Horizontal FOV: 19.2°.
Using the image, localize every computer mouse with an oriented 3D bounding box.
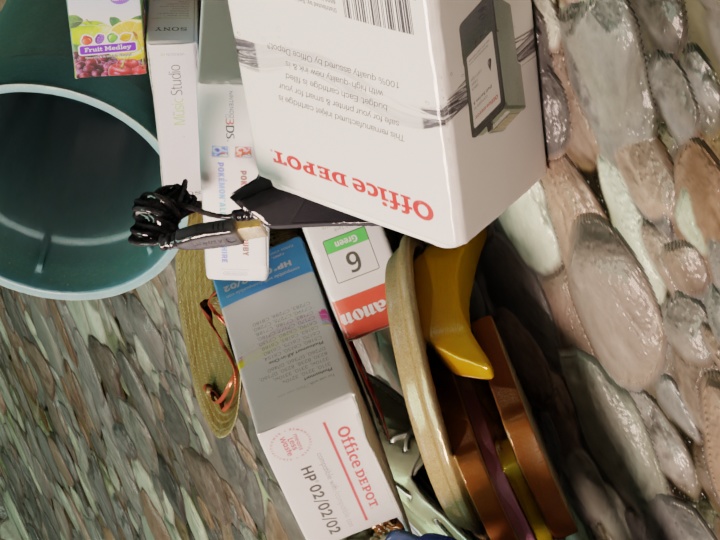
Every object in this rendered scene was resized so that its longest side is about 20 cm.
[{"bbox_3d":[-0.036,-0.046,1.202,0.140,0.199,0.046,-56,-36,-77],"label":"computer mouse"}]

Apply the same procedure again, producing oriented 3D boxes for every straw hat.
[{"bbox_3d":[-0.073,0.018,1.558,0.201,0.085,0.202,175,90,-73],"label":"straw hat"}]

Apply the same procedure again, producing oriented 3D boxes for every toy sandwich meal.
[{"bbox_3d":[0.070,0.067,1.239,0.205,0.070,0.206,-15,-90,-81],"label":"toy sandwich meal"}]

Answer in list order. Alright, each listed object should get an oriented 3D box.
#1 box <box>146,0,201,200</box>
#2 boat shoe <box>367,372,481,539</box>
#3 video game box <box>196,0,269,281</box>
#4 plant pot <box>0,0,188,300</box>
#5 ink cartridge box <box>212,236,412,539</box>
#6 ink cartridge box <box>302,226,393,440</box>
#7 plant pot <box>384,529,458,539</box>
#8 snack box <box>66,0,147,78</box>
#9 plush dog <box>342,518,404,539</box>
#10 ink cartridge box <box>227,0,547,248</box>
[{"bbox_3d":[-0.120,-0.167,1.435,0.145,0.036,0.201,89,179,-49],"label":"box"},{"bbox_3d":[0.041,0.132,1.424,0.200,0.072,0.062,48,145,22],"label":"boat shoe"},{"bbox_3d":[-0.077,-0.126,1.343,0.183,0.046,0.201,96,175,-51],"label":"video game box"},{"bbox_3d":[-0.209,-0.117,1.566,0.197,0.199,0.201,-81,-10,-47],"label":"plant pot"},{"bbox_3d":[-0.030,0.089,1.343,0.200,0.068,0.115,-111,-1,-50],"label":"ink cartridge box"},{"bbox_3d":[0.000,0.000,1.356,0.109,0.050,0.201,-111,0,-85],"label":"ink cartridge box"},{"bbox_3d":[0.065,0.267,1.211,0.199,0.201,0.180,29,176,-10],"label":"plant pot"},{"bbox_3d":[-0.168,-0.241,1.363,0.201,0.053,0.143,-100,6,-45],"label":"snack box"},{"bbox_3d":[0.018,0.244,1.514,0.172,0.160,0.201,-43,69,46],"label":"plush dog"},{"bbox_3d":[0.010,-0.130,1.101,0.145,0.084,0.201,21,135,35],"label":"ink cartridge box"}]
